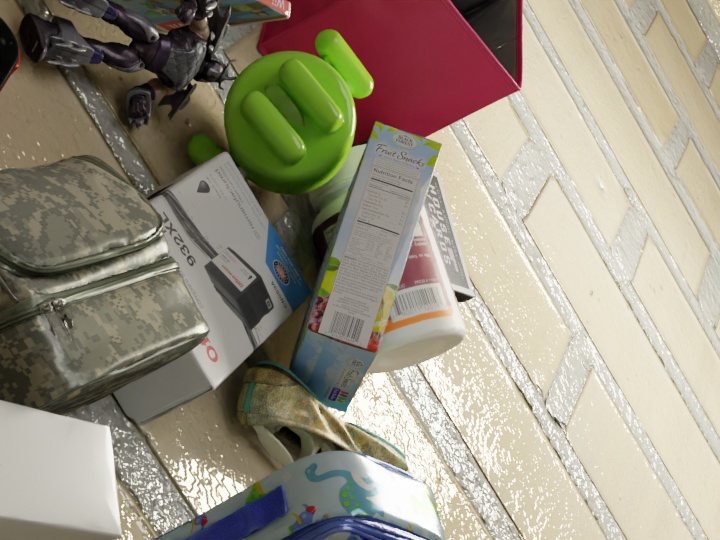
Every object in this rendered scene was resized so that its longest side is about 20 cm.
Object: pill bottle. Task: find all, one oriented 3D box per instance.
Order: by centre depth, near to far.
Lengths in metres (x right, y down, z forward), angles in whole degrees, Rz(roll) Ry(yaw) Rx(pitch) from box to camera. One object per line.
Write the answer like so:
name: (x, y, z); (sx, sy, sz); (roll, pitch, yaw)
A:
pill bottle: (0.019, -0.012, 1.536); (0.114, 0.114, 0.201); (9, 59, -58)

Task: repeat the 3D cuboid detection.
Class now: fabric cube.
fabric cube: (0.038, -0.269, 1.693); (0.196, 0.199, 0.200); (45, 33, -31)

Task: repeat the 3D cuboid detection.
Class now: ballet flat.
ballet flat: (-0.035, 0.149, 1.374); (0.200, 0.071, 0.071); (40, 36, -39)

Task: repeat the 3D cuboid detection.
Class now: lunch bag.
lunch bag: (-0.220, 0.011, 1.078); (0.200, 0.139, 0.168); (-22, 84, -59)
lunch bag: (-0.050, 0.208, 1.142); (0.161, 0.200, 0.083); (32, 34, -48)

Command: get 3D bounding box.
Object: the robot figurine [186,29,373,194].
robot figurine: (-0.063, -0.130, 1.437); (0.116, 0.175, 0.200); (48, -4, 1)

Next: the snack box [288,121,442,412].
snack box: (0.000, 0.000, 1.374); (0.067, 0.169, 0.201); (18, 67, -3)

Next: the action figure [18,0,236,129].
action figure: (-0.185, -0.186, 1.343); (0.200, 0.130, 0.069); (15, 16, -39)

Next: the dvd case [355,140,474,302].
dvd case: (0.059, -0.048, 1.697); (0.200, 0.025, 0.151); (16, 56, -65)

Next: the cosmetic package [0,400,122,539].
cosmetic package: (-0.251, 0.130, 0.958); (0.200, 0.113, 0.081); (23, 49, -54)

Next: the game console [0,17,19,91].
game console: (-0.335, -0.168, 1.154); (0.177, 0.031, 0.200); (47, 32, -24)

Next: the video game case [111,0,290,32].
video game case: (-0.175, -0.248, 1.374); (0.200, 0.143, 0.018); (19, 73, -53)

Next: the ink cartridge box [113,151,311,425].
ink cartridge box: (-0.140, 0.009, 1.276); (0.145, 0.084, 0.200); (60, 28, -8)
